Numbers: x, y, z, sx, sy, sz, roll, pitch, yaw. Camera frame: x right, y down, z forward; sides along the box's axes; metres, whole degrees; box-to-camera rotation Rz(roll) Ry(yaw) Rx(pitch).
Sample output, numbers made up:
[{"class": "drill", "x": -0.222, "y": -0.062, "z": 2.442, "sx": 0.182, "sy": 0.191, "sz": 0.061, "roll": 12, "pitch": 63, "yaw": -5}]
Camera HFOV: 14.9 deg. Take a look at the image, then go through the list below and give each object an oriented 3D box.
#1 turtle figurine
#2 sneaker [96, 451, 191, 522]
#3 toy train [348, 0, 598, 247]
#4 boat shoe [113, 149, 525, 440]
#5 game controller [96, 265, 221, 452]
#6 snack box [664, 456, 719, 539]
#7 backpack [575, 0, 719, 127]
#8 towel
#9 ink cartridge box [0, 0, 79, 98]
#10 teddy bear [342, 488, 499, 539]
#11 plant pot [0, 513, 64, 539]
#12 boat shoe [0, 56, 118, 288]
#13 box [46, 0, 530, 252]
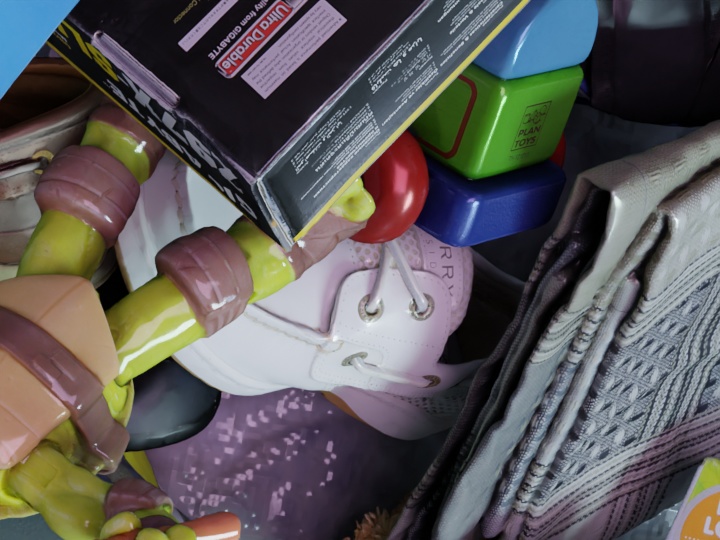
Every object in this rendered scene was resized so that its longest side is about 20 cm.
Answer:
[{"class": "turtle figurine", "x": -0.070, "y": 0.026, "z": 0.678, "sx": 0.161, "sy": 0.199, "sz": 0.065, "roll": -48, "pitch": 151, "yaw": -21}, {"class": "sneaker", "x": -0.062, "y": 0.107, "z": 0.819, "sx": 0.200, "sy": 0.081, "sz": 0.074, "roll": 43, "pitch": 95, "yaw": 0}, {"class": "toy train", "x": -0.018, "y": -0.100, "z": 0.766, "sx": 0.084, "sy": 0.200, "sz": 0.116, "roll": -14, "pitch": 131, "yaw": -52}, {"class": "boat shoe", "x": 0.000, "y": 0.000, "z": 0.804, "sx": 0.200, "sy": 0.069, "sz": 0.071, "roll": 21, "pitch": 55, "yaw": -59}, {"class": "game controller", "x": -0.140, "y": 0.017, "z": 0.786, "sx": 0.199, "sy": 0.105, "sz": 0.042, "roll": -1, "pitch": 134, "yaw": -12}, {"class": "snack box", "x": 0.128, "y": 0.178, "z": 0.844, "sx": 0.142, "sy": 0.053, "sz": 0.201, "roll": 26, "pitch": 92, "yaw": 15}, {"class": "backpack", "x": 0.095, "y": -0.139, "z": 0.824, "sx": 0.199, "sy": 0.154, "sz": 0.192, "roll": -3, "pitch": 94, "yaw": -16}, {"class": "towel", "x": 0.110, "y": 0.016, "z": 0.827, "sx": 0.199, "sy": 0.193, "sz": 0.035, "roll": -20, "pitch": 61, "yaw": -34}, {"class": "ink cartridge box", "x": -0.176, "y": -0.043, "z": 0.629, "sx": 0.200, "sy": 0.145, "sz": 0.084, "roll": -50, "pitch": 141, "yaw": 12}, {"class": "teddy bear", "x": 0.028, "y": 0.173, "z": 0.894, "sx": 0.144, "sy": 0.067, "sz": 0.201, "roll": 24, "pitch": 90, "yaw": -23}, {"class": "plant pot", "x": -0.123, "y": 0.143, "z": 0.692, "sx": 0.141, "sy": 0.142, "sz": 0.201, "roll": 0, "pitch": 55, "yaw": -31}, {"class": "boat shoe", "x": -0.161, "y": -0.033, "z": 0.754, "sx": 0.199, "sy": 0.072, "sz": 0.068, "roll": -1, "pitch": 135, "yaw": -12}, {"class": "box", "x": -0.008, "y": -0.129, "z": 0.681, "sx": 0.160, "sy": 0.049, "sz": 0.200, "roll": 40, "pitch": 81, "yaw": 21}]
